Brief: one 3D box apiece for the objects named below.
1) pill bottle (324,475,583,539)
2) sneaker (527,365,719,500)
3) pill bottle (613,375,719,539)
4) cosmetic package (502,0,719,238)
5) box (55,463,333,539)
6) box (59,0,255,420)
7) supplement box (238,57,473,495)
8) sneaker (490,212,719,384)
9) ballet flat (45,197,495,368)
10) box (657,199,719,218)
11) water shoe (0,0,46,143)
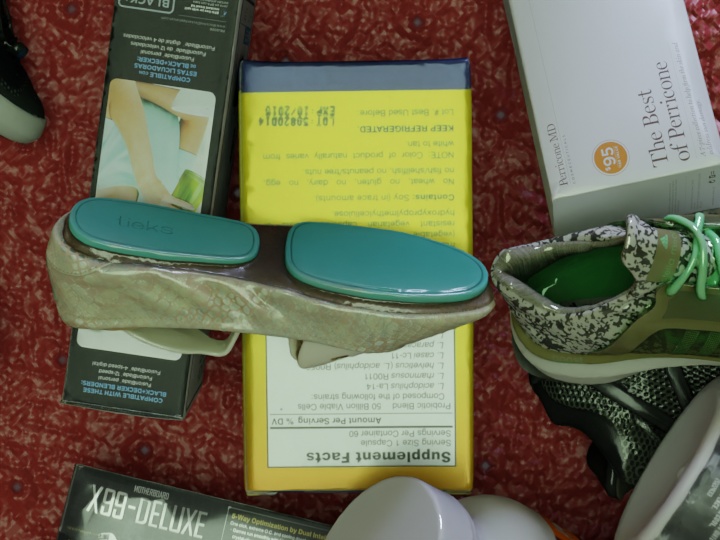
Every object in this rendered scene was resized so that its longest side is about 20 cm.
[{"bbox_3d":[0.076,0.173,0.948,0.199,0.113,0.113,33,96,-32],"label":"pill bottle"},{"bbox_3d":[0.176,0.057,1.011,0.197,0.076,0.115,7,97,5],"label":"sneaker"},{"bbox_3d":[0.221,0.141,0.927,0.199,0.106,0.107,33,95,-1],"label":"pill bottle"},{"bbox_3d":[0.109,-0.120,0.967,0.082,0.051,0.202,-13,66,5],"label":"cosmetic package"},{"bbox_3d":[-0.063,0.194,1.009,0.198,0.050,0.159,13,81,0],"label":"box"},{"bbox_3d":[-0.095,-0.037,0.993,0.059,0.117,0.202,9,94,-1],"label":"box"},{"bbox_3d":[0.000,0.000,0.994,0.108,0.110,0.202,0,94,2],"label":"supplement box"},{"bbox_3d":[0.143,0.003,0.883,0.198,0.088,0.078,-13,68,24],"label":"sneaker"},{"bbox_3d":[-0.040,0.011,0.918,0.198,0.068,0.063,10,122,2],"label":"ballet flat"},{"bbox_3d":[0.258,0.003,0.940,0.161,0.049,0.200,-35,56,-16],"label":"box"},{"bbox_3d":[-0.201,-0.158,1.008,0.079,0.072,0.201,-34,93,2],"label":"water shoe"}]
